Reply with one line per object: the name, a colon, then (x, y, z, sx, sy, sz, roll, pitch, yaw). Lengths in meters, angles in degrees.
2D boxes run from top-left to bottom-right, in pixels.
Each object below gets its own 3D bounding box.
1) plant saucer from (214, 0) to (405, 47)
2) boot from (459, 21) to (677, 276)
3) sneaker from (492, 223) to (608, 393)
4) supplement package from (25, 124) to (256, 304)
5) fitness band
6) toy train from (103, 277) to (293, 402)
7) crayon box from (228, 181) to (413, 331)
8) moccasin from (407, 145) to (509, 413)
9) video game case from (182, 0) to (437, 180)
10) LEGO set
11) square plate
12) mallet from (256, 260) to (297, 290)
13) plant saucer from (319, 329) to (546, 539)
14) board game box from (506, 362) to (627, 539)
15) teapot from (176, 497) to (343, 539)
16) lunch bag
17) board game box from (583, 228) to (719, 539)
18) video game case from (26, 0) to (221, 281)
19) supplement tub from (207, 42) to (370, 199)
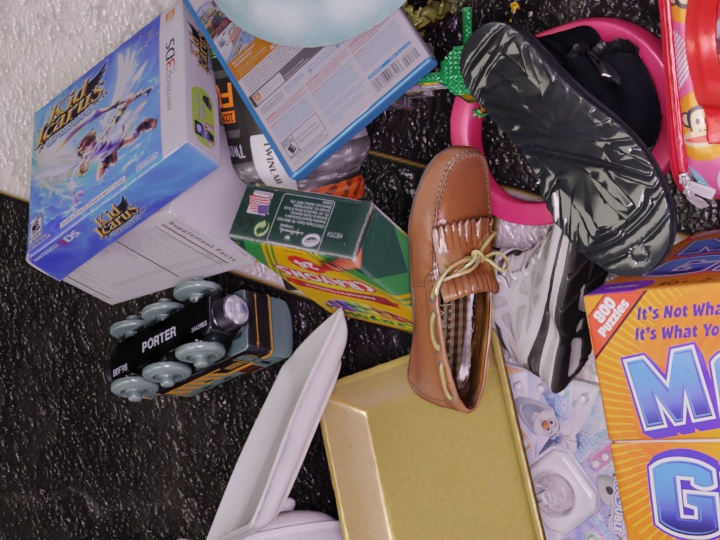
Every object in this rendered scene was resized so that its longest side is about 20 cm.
plant saucer: (-0.037, -0.268, 1.059, 0.199, 0.039, 0.204, -3, 79, 17)
boot: (0.171, -0.091, 0.972, 0.076, 0.167, 0.201, -47, 70, 30)
sneaker: (0.128, -0.001, 1.104, 0.115, 0.076, 0.202, 32, 142, 26)
supplement package: (-0.193, -0.056, 1.306, 0.199, 0.113, 0.111, -15, 57, 37)
fitness band: (0.159, -0.114, 1.104, 0.199, 0.037, 0.145, -16, 91, 37)
toy train: (-0.154, 0.072, 1.336, 0.199, 0.113, 0.086, -27, 59, 41)
crayon box: (0.000, 0.000, 1.156, 0.126, 0.200, 0.051, 11, 74, 35)
moccasin: (0.075, 0.008, 1.082, 0.077, 0.073, 0.204, 20, 106, 53)
video game case: (-0.047, -0.191, 1.091, 0.143, 0.018, 0.201, -38, 71, 19)
LEGO set: (0.054, -0.208, 1.123, 0.152, 0.116, 0.203, -12, 83, 20)
square plate: (-0.071, 0.148, 1.228, 0.028, 0.202, 0.198, 27, 156, -8)
mallet: (-0.115, -0.023, 1.332, 0.198, 0.041, 0.067, 6, 108, 39)
plant saucer: (0.066, 0.170, 1.186, 0.199, 0.048, 0.202, -22, 73, 36)
board game box: (0.162, 0.187, 1.191, 0.198, 0.026, 0.202, 12, 109, 34)
teapot: (-0.056, 0.279, 1.295, 0.197, 0.198, 0.148, 138, 126, -62)
lunch bag: (0.249, -0.147, 0.936, 0.081, 0.176, 0.203, -1, 101, 32)
board game box: (0.295, 0.082, 0.952, 0.198, 0.199, 0.202, -6, 100, 37)
video game case: (-0.208, -0.115, 1.236, 0.199, 0.045, 0.183, -32, 44, 26)
supplement tub: (-0.060, -0.152, 1.196, 0.122, 0.122, 0.202, -5, 100, 37)
